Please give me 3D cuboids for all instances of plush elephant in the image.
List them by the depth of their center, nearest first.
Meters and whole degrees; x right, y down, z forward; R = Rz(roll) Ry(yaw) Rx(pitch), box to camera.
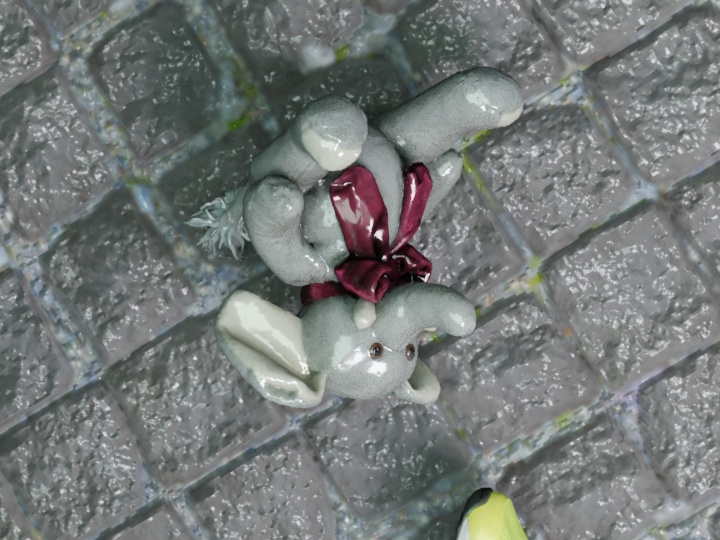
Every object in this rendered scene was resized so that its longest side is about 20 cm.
[{"bbox_3d":[0.000,0.000,1.573,0.200,0.164,0.155,-31,79,37],"label":"plush elephant"}]

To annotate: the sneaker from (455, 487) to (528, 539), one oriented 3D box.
[{"bbox_3d":[0.113,0.210,1.620,0.090,0.078,0.201,-14,107,24],"label":"sneaker"}]
